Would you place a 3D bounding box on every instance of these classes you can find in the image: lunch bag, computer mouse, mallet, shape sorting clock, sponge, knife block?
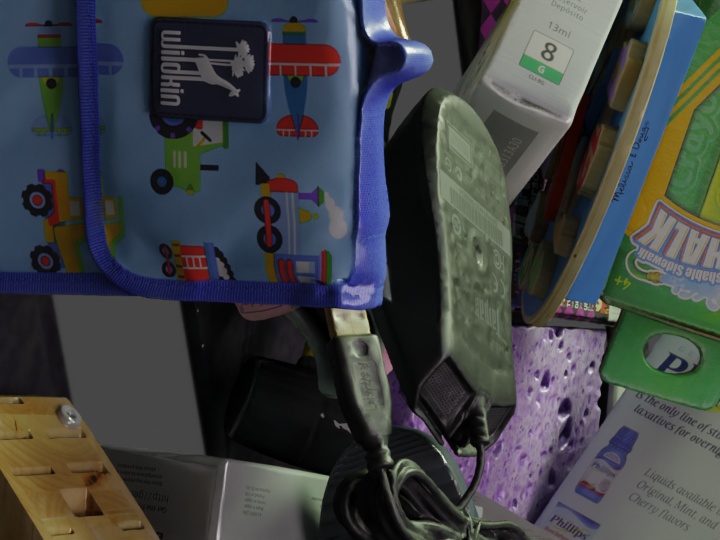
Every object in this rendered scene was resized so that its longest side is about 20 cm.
[{"bbox_3d":[-0.062,-0.067,0.733,0.094,0.199,0.152,-9,100,-57],"label":"lunch bag"},{"bbox_3d":[0.013,0.020,0.792,0.140,0.046,0.201,29,52,-57],"label":"computer mouse"},{"bbox_3d":[0.000,0.000,0.967,0.066,0.041,0.201,27,59,-11],"label":"mallet"},{"bbox_3d":[0.108,-0.071,1.003,0.200,0.039,0.201,-162,-90,-83],"label":"shape sorting clock"},{"bbox_3d":[0.066,0.082,1.103,0.200,0.030,0.112,4,90,-58],"label":"sponge"},{"bbox_3d":[-0.133,0.168,0.789,0.200,0.176,0.064,54,23,23],"label":"knife block"}]

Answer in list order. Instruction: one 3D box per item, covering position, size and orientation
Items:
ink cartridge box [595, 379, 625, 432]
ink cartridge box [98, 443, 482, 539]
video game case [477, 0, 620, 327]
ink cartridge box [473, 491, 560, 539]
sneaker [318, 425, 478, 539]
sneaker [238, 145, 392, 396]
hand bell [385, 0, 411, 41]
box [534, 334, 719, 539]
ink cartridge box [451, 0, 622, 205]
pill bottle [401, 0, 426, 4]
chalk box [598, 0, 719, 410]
[{"bbox_3d":[0.177,0.104,1.274,0.200,0.037,0.095,12,82,-55],"label":"ink cartridge box"},{"bbox_3d":[-0.042,0.170,0.893,0.200,0.083,0.177,20,76,-56],"label":"ink cartridge box"},{"bbox_3d":[0.116,-0.073,1.161,0.181,0.036,0.201,8,86,-57],"label":"video game case"},{"bbox_3d":[0.090,0.194,0.972,0.067,0.200,0.117,10,106,-57],"label":"ink cartridge box"},{"bbox_3d":[0.030,0.146,0.883,0.082,0.070,0.201,-66,145,-69],"label":"sneaker"},{"bbox_3d":[-0.035,-0.030,0.854,0.200,0.070,0.082,46,53,-33],"label":"sneaker"},{"bbox_3d":[-0.036,-0.162,0.771,0.104,0.104,0.201,-25,82,-54],"label":"hand bell"},{"bbox_3d":[0.188,0.148,1.168,0.200,0.105,0.184,-53,145,-14],"label":"box"},{"bbox_3d":[0.083,-0.116,0.988,0.161,0.050,0.201,123,-8,-63],"label":"ink cartridge box"},{"bbox_3d":[0.003,-0.165,0.905,0.200,0.112,0.113,-19,109,-55],"label":"pill bottle"},{"bbox_3d":[0.175,-0.030,1.048,0.124,0.124,0.201,-115,-138,-78],"label":"chalk box"}]
